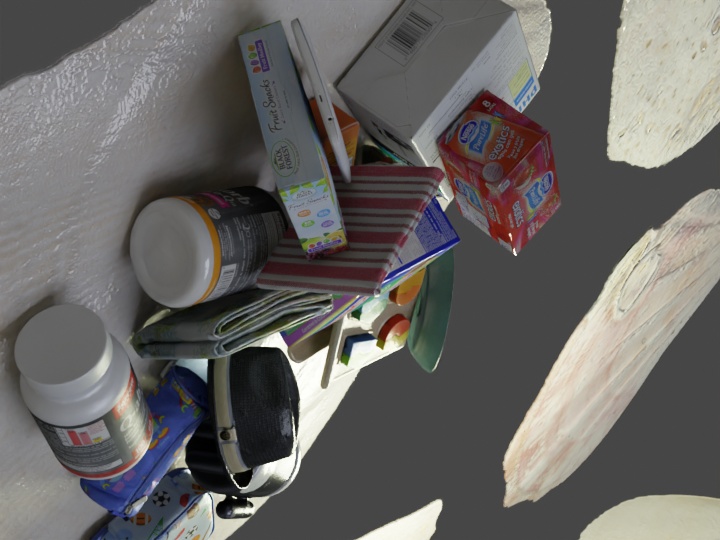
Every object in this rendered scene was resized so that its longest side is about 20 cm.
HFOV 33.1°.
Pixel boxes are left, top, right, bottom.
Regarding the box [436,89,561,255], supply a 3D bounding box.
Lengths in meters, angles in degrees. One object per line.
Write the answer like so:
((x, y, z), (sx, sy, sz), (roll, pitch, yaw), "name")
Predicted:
((0.172, -0.116, 1.474), (0.096, 0.100, 0.200), (-47, 155, -8), "box")

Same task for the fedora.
((-0.123, 0.163, 1.481), (0.091, 0.202, 0.201), (-6, 151, 6), "fedora")

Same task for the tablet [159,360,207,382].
((-0.165, 0.071, 1.542), (0.200, 0.014, 0.130), (-52, 155, -3), "tablet")

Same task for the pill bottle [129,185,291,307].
((-0.144, -0.031, 1.324), (0.200, 0.116, 0.117), (-15, 136, -53), "pill bottle")

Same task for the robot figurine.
((-0.162, 0.246, 1.651), (0.150, 0.125, 0.200), (-47, 155, 6), "robot figurine")

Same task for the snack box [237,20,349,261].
((-0.067, -0.131, 1.234), (0.053, 0.201, 0.142), (-18, 151, 2), "snack box")

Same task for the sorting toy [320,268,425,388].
((0.028, 0.066, 1.727), (0.200, 0.036, 0.186), (-27, 141, -44), "sorting toy")

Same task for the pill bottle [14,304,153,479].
((-0.292, 0.130, 1.282), (0.116, 0.116, 0.200), (-41, 153, -22), "pill bottle")

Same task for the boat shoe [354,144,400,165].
((0.024, -0.108, 1.461), (0.200, 0.071, 0.063), (-130, -127, -72), "boat shoe")

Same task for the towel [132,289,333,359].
((-0.145, 0.052, 1.373), (0.171, 0.200, 0.048), (-22, 99, -35), "towel")

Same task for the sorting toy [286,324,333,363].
((-0.029, 0.013, 1.679), (0.185, 0.036, 0.201), (-30, 143, -39), "sorting toy")

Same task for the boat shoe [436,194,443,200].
((0.096, -0.130, 1.667), (0.072, 0.072, 0.200), (-35, 165, 14), "boat shoe")

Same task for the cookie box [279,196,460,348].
((0.000, 0.000, 1.514), (0.200, 0.075, 0.171), (-27, 173, -41), "cookie box")

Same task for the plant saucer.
((0.103, 0.053, 1.842), (0.200, 0.036, 0.201), (-171, -90, -84), "plant saucer")

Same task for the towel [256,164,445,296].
((-0.007, -0.043, 1.294), (0.200, 0.146, 0.030), (-60, 140, -37), "towel")

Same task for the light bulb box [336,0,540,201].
((0.101, -0.223, 1.476), (0.198, 0.125, 0.200), (-50, 156, -4), "light bulb box")

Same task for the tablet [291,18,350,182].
((-0.036, -0.168, 1.240), (0.014, 0.131, 0.200), (-18, 173, 1), "tablet")

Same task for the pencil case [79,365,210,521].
((-0.255, 0.212, 1.474), (0.200, 0.087, 0.078), (-51, 142, 6), "pencil case")

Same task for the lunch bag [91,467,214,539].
((-0.289, 0.374, 1.658), (0.200, 0.075, 0.161), (-37, 153, -31), "lunch bag")

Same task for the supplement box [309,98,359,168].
((-0.055, -0.103, 1.439), (0.069, 0.066, 0.201), (-34, 149, -33), "supplement box")
